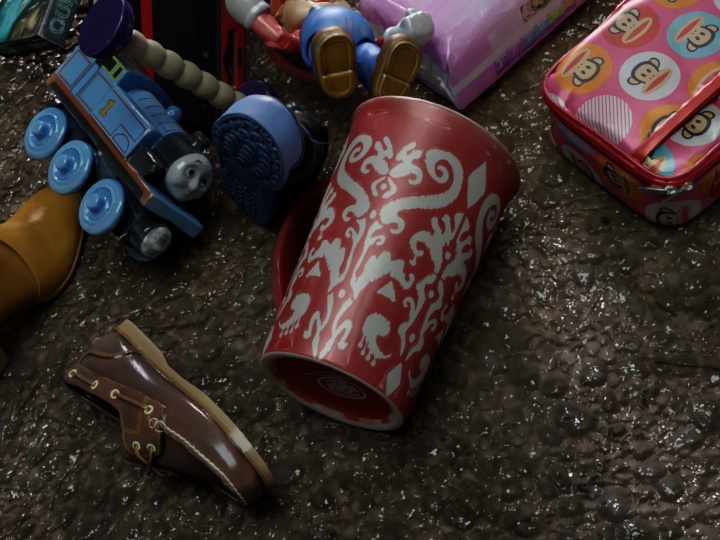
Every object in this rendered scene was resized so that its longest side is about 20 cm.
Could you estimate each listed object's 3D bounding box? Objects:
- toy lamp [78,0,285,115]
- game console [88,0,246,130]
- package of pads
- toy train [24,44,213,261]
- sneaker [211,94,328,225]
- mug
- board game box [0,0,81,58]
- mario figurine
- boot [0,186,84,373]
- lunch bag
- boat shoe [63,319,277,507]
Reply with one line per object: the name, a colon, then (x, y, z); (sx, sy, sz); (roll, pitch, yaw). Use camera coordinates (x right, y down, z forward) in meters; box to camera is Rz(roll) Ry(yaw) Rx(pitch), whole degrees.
toy lamp: (-0.126, -0.146, 1.104); (0.058, 0.199, 0.059); (-22, 55, 34)
game console: (-0.164, -0.227, 1.183); (0.176, 0.202, 0.031); (27, 37, 35)
package of pads: (0.104, -0.232, 1.164); (0.200, 0.076, 0.120); (-42, 55, -14)
toy train: (-0.190, -0.096, 1.143); (0.114, 0.087, 0.200); (-48, 52, 7)
sneaker: (-0.061, -0.098, 1.055); (0.070, 0.200, 0.078); (41, 76, 2)
mug: (0.011, 0.005, 1.017); (0.133, 0.177, 0.201); (28, 66, -11)
board game box: (-0.270, -0.292, 1.287); (0.135, 0.028, 0.202); (4, 73, 55)
mario figurine: (-0.024, -0.194, 1.087); (0.106, 0.123, 0.200); (-48, 29, 2)
boot: (-0.288, -0.020, 1.099); (0.070, 0.144, 0.202); (8, 58, 22)
lunch bag: (0.250, -0.129, 1.044); (0.200, 0.082, 0.176); (-40, 57, -10)
boat shoe: (-0.137, 0.111, 1.003); (0.070, 0.071, 0.200); (-38, 44, -19)
